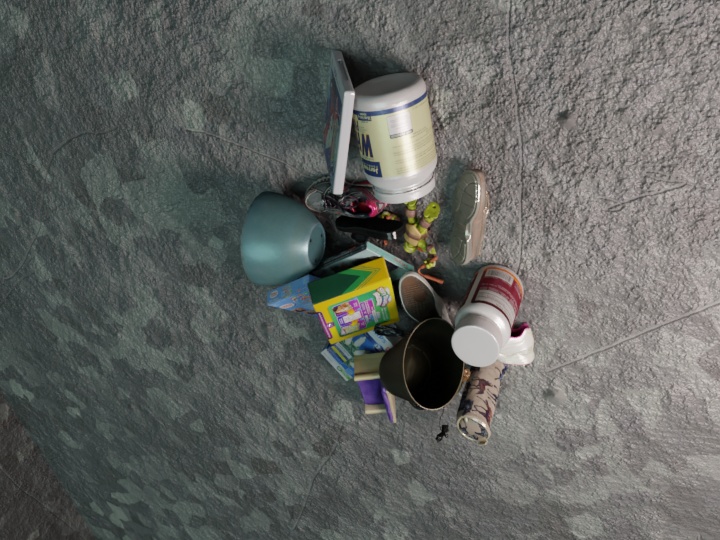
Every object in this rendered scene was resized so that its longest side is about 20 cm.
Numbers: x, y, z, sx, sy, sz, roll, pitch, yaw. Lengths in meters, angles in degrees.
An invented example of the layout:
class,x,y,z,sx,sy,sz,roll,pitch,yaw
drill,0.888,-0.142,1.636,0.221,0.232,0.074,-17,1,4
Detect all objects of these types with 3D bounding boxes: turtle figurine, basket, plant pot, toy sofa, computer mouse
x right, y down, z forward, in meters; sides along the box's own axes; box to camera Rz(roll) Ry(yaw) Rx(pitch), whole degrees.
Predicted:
class,x,y,z,sx,sy,sz,roll,pitch,yaw
turtle figurine,0.119,-0.079,1.323,0.200,0.064,0.163,47,151,22
basket,0.120,0.209,1.380,0.132,0.185,0.200,14,163,-13
plant pot,-0.152,-0.063,1.400,0.131,0.201,0.205,8,125,20
toy sofa,0.036,0.289,1.555,0.080,0.100,0.202,-5,144,6
computer mouse,0.122,0.149,1.468,0.195,0.035,0.059,19,153,-17

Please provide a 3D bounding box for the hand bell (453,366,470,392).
class,x,y,z,sx,sy,sz,roll,pitch,yaw
hand bell,0.203,0.231,1.409,0.103,0.105,0.200,36,167,0

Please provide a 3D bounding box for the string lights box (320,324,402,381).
class,x,y,z,sx,sy,sz,roll,pitch,yaw
string lights box,0.003,0.179,1.574,0.103,0.059,0.199,46,130,-6

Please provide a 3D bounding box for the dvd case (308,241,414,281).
class,x,y,z,sx,sy,sz,roll,pitch,yaw
dvd case,0.000,0.000,1.416,0.144,0.023,0.197,26,149,-36

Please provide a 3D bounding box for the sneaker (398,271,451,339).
class,x,y,z,sx,sy,sz,roll,pitch,yaw
sneaker,0.135,0.068,1.398,0.072,0.086,0.202,-27,123,12

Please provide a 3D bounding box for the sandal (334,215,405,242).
class,x,y,z,sx,sy,sz,roll,pitch,yaw
sandal,0.015,-0.081,1.343,0.198,0.074,0.049,21,132,49

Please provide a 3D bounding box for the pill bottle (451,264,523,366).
class,x,y,z,sx,sy,sz,roll,pitch,yaw
pill bottle,0.252,0.089,1.285,0.111,0.201,0.117,14,128,18

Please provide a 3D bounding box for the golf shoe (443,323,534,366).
class,x,y,z,sx,sy,sz,roll,pitch,yaw
golf shoe,0.277,0.151,1.391,0.194,0.076,0.094,0,112,2

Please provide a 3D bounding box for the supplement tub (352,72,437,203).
class,x,y,z,sx,sy,sz,roll,pitch,yaw
supplement tub,0.065,-0.244,1.194,0.141,0.146,0.204,2,122,26

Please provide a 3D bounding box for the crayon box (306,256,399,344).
class,x,y,z,sx,sy,sz,roll,pitch,yaw
crayon box,-0.010,0.069,1.394,0.168,0.059,0.201,-19,149,-2

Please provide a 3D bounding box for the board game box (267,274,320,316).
class,x,y,z,sx,sy,sz,roll,pitch,yaw
board game box,-0.091,0.065,1.474,0.149,0.038,0.197,-21,154,41

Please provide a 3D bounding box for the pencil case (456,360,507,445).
class,x,y,z,sx,sy,sz,roll,pitch,yaw
pencil case,0.265,0.276,1.408,0.089,0.202,0.078,40,135,-12

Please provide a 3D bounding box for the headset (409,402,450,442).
class,x,y,z,sx,sy,sz,roll,pitch,yaw
headset,0.164,0.303,1.550,0.122,0.094,0.204,-19,100,36

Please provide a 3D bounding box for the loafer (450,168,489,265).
class,x,y,z,sx,sy,sz,roll,pitch,yaw
loafer,0.220,-0.109,1.271,0.072,0.062,0.205,40,138,43

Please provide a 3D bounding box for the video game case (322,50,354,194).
class,x,y,z,sx,sy,sz,roll,pitch,yaw
video game case,-0.044,-0.279,1.217,0.022,0.184,0.204,0,129,-11

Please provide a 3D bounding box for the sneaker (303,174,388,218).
class,x,y,z,sx,sy,sz,roll,pitch,yaw
sneaker,-0.038,-0.151,1.360,0.195,0.075,0.082,1,123,28
